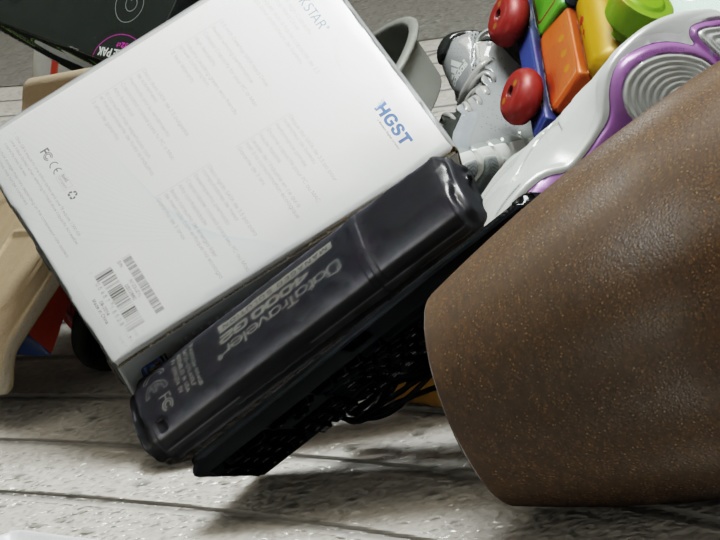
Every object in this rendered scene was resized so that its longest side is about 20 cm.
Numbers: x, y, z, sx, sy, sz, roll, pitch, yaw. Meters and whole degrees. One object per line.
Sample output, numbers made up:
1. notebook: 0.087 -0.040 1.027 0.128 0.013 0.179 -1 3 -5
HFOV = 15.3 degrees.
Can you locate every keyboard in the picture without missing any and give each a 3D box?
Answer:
1. keyboard: 0.024 0.038 1.163 0.200 0.040 0.104 -38 -13 20

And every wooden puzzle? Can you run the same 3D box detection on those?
1. wooden puzzle: -0.181 -0.018 1.482 0.185 0.046 0.201 -2 57 58

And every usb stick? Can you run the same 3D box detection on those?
1. usb stick: -0.025 0.019 1.255 0.200 0.033 0.056 -37 38 13

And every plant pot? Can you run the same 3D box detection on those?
1. plant pot: 0.133 0.016 1.055 0.199 0.188 0.187 -23 9 18

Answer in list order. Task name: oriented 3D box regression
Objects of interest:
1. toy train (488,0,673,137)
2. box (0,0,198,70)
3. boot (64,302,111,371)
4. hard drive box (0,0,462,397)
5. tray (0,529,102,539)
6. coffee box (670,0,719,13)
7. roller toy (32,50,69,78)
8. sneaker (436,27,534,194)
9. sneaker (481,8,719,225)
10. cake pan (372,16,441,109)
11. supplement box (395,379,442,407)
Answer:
1. toy train: 0.141 -0.117 1.535 0.084 0.116 0.201 16 41 -20
2. box: -0.124 -0.184 1.628 0.199 0.149 0.124 22 -4 43
3. boot: -0.093 -0.035 1.482 0.200 0.072 0.144 -52 16 3
4. hard drive box: -0.068 -0.046 1.348 0.199 0.156 0.077 -32 -27 -6
5. tray: -0.110 0.137 1.043 0.199 0.022 0.107 1 18 43
6. coffee box: 0.234 -0.147 1.606 0.122 0.044 0.201 -10 57 9
7. roller toy: -0.119 -0.138 1.821 0.181 0.201 0.140 -11 11 37
8. sneaker: 0.060 -0.089 1.603 0.199 0.116 0.075 -14 -29 -39
9. sneaker: 0.125 -0.071 1.455 0.200 0.075 0.100 -44 17 -10
10. cake pan: -0.025 -0.063 1.562 0.200 0.037 0.200 -45 14 14
11. supplement box: 0.073 0.028 1.240 0.068 0.067 0.199 -18 15 -32
